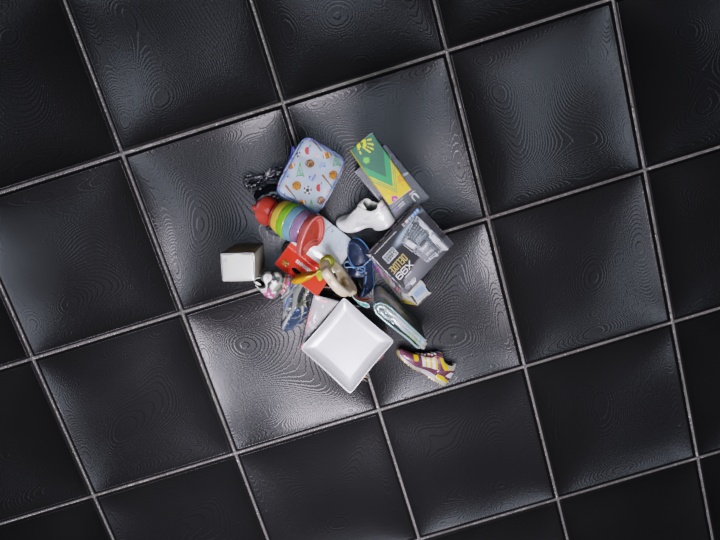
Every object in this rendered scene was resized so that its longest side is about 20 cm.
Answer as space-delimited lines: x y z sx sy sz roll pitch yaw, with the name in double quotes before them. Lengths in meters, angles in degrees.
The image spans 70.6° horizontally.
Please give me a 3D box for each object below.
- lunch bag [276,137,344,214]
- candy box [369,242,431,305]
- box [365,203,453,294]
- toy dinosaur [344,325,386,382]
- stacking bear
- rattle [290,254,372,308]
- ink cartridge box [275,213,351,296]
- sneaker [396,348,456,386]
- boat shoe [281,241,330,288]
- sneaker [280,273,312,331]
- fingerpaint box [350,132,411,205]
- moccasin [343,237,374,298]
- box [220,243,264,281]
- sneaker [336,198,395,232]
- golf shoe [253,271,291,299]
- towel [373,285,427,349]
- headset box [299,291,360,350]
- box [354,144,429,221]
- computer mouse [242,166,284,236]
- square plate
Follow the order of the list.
"lunch bag" -0.146 -0.275 1.467 0.160 0.076 0.201 28 84 -8
"candy box" 0.107 0.007 1.512 0.061 0.136 0.200 -40 99 -12
"box" 0.138 -0.060 1.422 0.200 0.050 0.158 -46 102 -10
"toy dinosaur" 0.027 0.267 1.563 0.200 0.136 0.086 -42 99 5
"stacking bear" -0.212 -0.143 1.429 0.199 0.121 0.114 27 128 18
"rattle" -0.078 0.063 1.460 0.143 0.130 0.200 -41 125 2
"ink cartridge box" -0.130 -0.052 1.496 0.160 0.047 0.201 38 64 -9
"sneaker" 0.208 0.281 1.610 0.199 0.075 0.090 32 90 -14
"boat shoe" -0.154 -0.019 1.538 0.199 0.070 0.071 36 102 -6
"sneaker" -0.205 0.096 1.561 0.085 0.077 0.201 42 121 32
"fingerpaint box" 0.049 -0.265 1.322 0.073 0.200 0.167 -35 100 6
"moccasin" 0.000 0.000 1.505 0.080 0.068 0.201 12 132 36
"box" -0.335 -0.027 1.463 0.094 0.200 0.078 -1 101 -2
"sneaker" 0.006 -0.165 1.475 0.199 0.075 0.100 -2 129 37
"golf shoe" -0.267 0.034 1.485 0.092 0.200 0.073 18 72 -18
"towel" 0.113 0.140 1.524 0.200 0.171 0.048 43 99 -9
"headset box" -0.098 0.177 1.573 0.148 0.077 0.201 15 98 -5
"box" 0.089 -0.253 1.482 0.122 0.106 0.200 -41 100 8
"computer mouse" -0.257 -0.198 1.514 0.138 0.053 0.201 -17 90 -1
"square plate" -0.038 0.220 1.500 0.198 0.028 0.200 40 87 10
